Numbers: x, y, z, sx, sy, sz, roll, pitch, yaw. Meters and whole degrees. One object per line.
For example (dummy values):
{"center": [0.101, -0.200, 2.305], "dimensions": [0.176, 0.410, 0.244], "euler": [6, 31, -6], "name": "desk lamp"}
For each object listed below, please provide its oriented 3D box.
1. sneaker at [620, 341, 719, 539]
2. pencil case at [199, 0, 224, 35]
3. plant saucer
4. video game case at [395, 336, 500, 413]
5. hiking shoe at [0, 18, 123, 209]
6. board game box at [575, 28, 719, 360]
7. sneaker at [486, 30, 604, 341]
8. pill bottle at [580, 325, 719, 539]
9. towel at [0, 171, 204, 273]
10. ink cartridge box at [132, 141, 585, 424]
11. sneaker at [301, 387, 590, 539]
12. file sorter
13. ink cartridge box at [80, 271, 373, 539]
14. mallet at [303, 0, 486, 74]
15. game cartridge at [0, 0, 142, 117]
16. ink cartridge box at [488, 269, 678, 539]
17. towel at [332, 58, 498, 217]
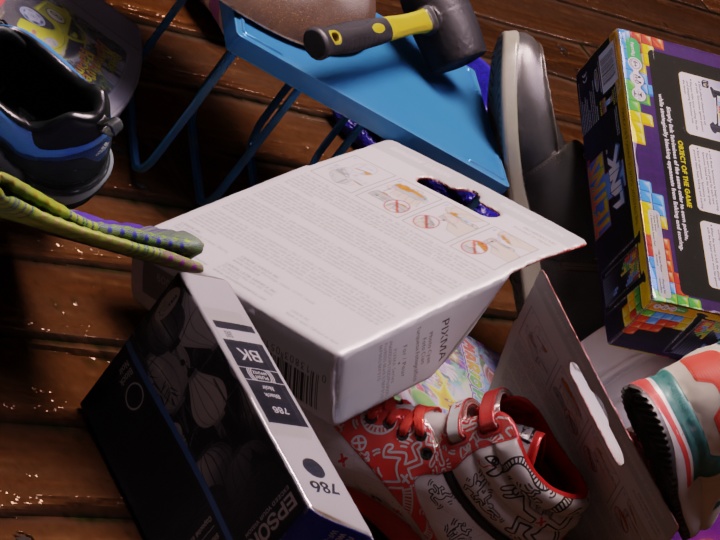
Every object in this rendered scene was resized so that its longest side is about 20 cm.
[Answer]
{"center": [0.191, 0.082, 1.350], "dimensions": [0.071, 0.093, 0.200], "euler": [63, 1, 18], "name": "sneaker"}
{"center": [-0.099, -0.240, 1.821], "dimensions": [0.200, 0.084, 0.086], "euler": [60, 8, 34], "name": "pencil case"}
{"center": [-0.065, -0.210, 1.580], "dimensions": [0.200, 0.032, 0.200], "euler": [31, 26, -17], "name": "plant saucer"}
{"center": [0.033, 0.063, 1.556], "dimensions": [0.200, 0.018, 0.143], "euler": [31, 25, -26], "name": "video game case"}
{"center": [-0.213, -0.117, 1.402], "dimensions": [0.199, 0.087, 0.075], "euler": [30, 57, 1], "name": "hiking shoe"}
{"center": [0.220, -0.036, 1.573], "dimensions": [0.165, 0.057, 0.201], "euler": [14, 53, -23], "name": "board game box"}
{"center": [0.140, -0.054, 1.629], "dimensions": [0.075, 0.106, 0.201], "euler": [-176, -102, -86], "name": "sneaker"}
{"center": [0.198, 0.125, 1.553], "dimensions": [0.111, 0.111, 0.201], "euler": [-1, 55, -55], "name": "pill bottle"}
{"center": [-0.184, -0.038, 1.309], "dimensions": [0.143, 0.023, 0.200], "euler": [19, -3, -41], "name": "towel"}
{"center": [0.000, 0.000, 1.438], "dimensions": [0.160, 0.047, 0.200], "euler": [29, 37, 36], "name": "ink cartridge box"}
{"center": [0.031, 0.088, 1.413], "dimensions": [0.201, 0.108, 0.067], "euler": [41, 25, 4], "name": "sneaker"}
{"center": [-0.032, -0.090, 1.608], "dimensions": [0.199, 0.123, 0.139], "euler": [27, 27, -24], "name": "file sorter"}
{"center": [-0.063, 0.105, 1.266], "dimensions": [0.039, 0.100, 0.200], "euler": [11, 36, -45], "name": "ink cartridge box"}
{"center": [0.021, -0.134, 1.549], "dimensions": [0.066, 0.041, 0.200], "euler": [63, 27, -5], "name": "mallet"}
{"center": [-0.197, -0.131, 1.551], "dimensions": [0.133, 0.041, 0.200], "euler": [39, 24, -11], "name": "game cartridge"}
{"center": [0.134, 0.098, 1.437], "dimensions": [0.047, 0.200, 0.161], "euler": [-21, 70, -15], "name": "ink cartridge box"}
{"center": [0.073, -0.097, 1.853], "dimensions": [0.148, 0.050, 0.200], "euler": [43, 25, 8], "name": "towel"}
